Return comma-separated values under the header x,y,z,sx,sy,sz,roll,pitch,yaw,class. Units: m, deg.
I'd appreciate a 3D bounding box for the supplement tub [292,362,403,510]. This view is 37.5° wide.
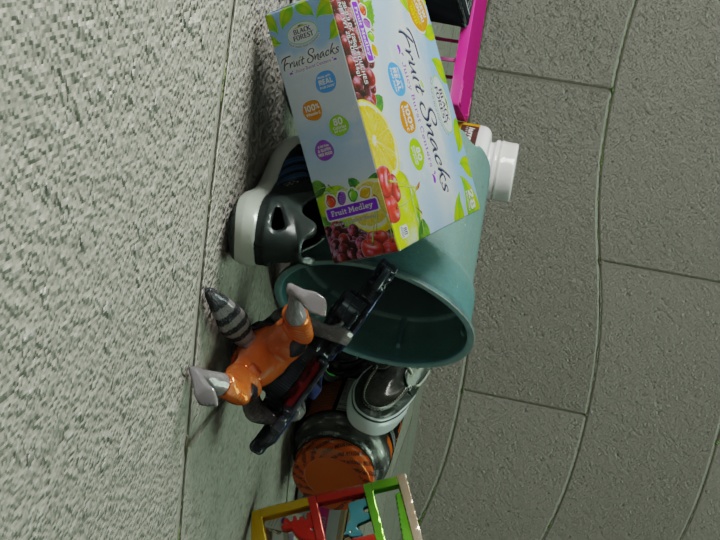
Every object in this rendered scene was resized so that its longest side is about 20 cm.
x,y,z,sx,sy,sz,roll,pitch,yaw,class
-0.012,0.190,1.308,0.200,0.122,0.123,-67,165,-55,supplement tub

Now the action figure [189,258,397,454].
x,y,z,sx,sy,sz,roll,pitch,yaw,class
-0.061,0.047,0.883,0.200,0.104,0.194,-53,172,-8,action figure

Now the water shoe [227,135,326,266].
x,y,z,sx,sy,sz,roll,pitch,yaw,class
-0.049,-0.053,0.898,0.200,0.078,0.072,-65,164,-59,water shoe

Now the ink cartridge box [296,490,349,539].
x,y,z,sx,sy,sz,roll,pitch,yaw,class
-0.038,0.313,1.445,0.165,0.075,0.201,-45,146,-73,ink cartridge box

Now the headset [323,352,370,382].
x,y,z,sx,sy,sz,roll,pitch,yaw,class
-0.005,0.066,1.270,0.200,0.093,0.124,-15,111,-66,headset

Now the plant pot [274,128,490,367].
x,y,z,sx,sy,sz,roll,pitch,yaw,class
0.038,-0.037,1.058,0.201,0.199,0.197,85,21,-61,plant pot

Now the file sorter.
x,y,z,sx,sy,sz,roll,pitch,yaw,class
0.085,-0.304,1.332,0.139,0.125,0.201,0,100,-80,file sorter

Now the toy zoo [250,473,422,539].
x,y,z,sx,sy,sz,roll,pitch,yaw,class
-0.033,0.296,1.094,0.020,0.199,0.132,85,-8,-61,toy zoo

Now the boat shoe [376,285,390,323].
x,y,z,sx,sy,sz,roll,pitch,yaw,class
0.000,-0.002,1.201,0.075,0.066,0.200,82,0,-50,boat shoe

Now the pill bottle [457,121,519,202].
x,y,z,sx,sy,sz,roll,pitch,yaw,class
0.105,-0.145,1.402,0.109,0.199,0.110,10,90,-82,pill bottle

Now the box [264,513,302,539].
x,y,z,sx,sy,sz,roll,pitch,yaw,class
-0.098,0.371,1.237,0.041,0.038,0.201,-58,157,-65,box

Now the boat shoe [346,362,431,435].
x,y,z,sx,sy,sz,roll,pitch,yaw,class
0.044,0.117,1.265,0.200,0.072,0.071,-49,165,-53,boat shoe

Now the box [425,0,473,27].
x,y,z,sx,sy,sz,roll,pitch,yaw,class
0.076,-0.392,1.163,0.198,0.122,0.201,1,101,-80,box

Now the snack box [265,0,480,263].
x,y,z,sx,sy,sz,roll,pitch,yaw,class
0.016,-0.124,0.868,0.168,0.067,0.201,-25,103,-59,snack box

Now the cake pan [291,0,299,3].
x,y,z,sx,sy,sz,roll,pitch,yaw,class
-0.024,-0.236,0.984,0.200,0.036,0.202,10,90,-82,cake pan
